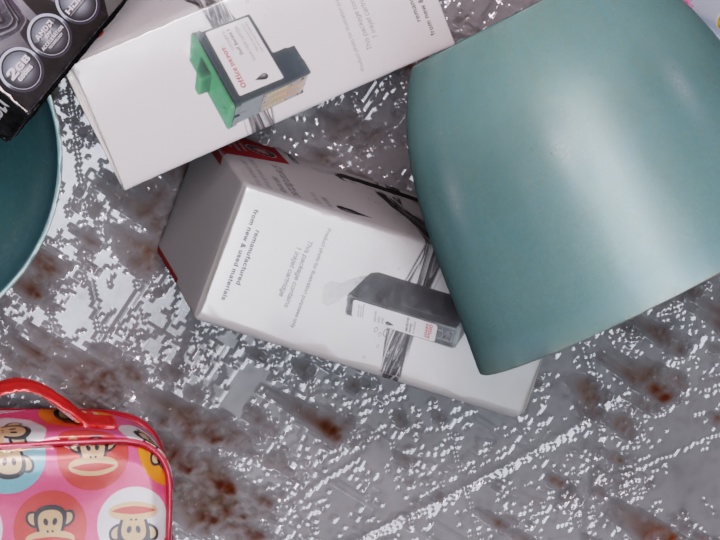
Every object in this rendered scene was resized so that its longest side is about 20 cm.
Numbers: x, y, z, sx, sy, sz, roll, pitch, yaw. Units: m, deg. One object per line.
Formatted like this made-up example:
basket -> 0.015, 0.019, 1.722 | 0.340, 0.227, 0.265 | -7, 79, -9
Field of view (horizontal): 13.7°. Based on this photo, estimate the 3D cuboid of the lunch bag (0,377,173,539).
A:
lunch bag -> -0.207, 0.148, 1.725 | 0.199, 0.082, 0.177 | 1, 105, -12

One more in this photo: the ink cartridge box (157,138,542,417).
ink cartridge box -> 0.000, 0.000, 1.694 | 0.199, 0.144, 0.084 | 18, 101, -17

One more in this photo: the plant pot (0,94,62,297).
plant pot -> -0.267, -0.073, 1.622 | 0.199, 0.135, 0.201 | -3, 106, -11

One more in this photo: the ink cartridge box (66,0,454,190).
ink cartridge box -> -0.068, -0.138, 1.640 | 0.199, 0.146, 0.085 | -24, 114, -4

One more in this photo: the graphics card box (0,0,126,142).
graphics card box -> -0.215, -0.176, 1.524 | 0.200, 0.051, 0.126 | 41, 63, -6

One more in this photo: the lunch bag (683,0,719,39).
lunch bag -> 0.188, -0.197, 1.666 | 0.199, 0.170, 0.128 | 25, 100, -17

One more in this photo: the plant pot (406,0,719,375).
plant pot -> 0.115, -0.062, 1.552 | 0.200, 0.201, 0.161 | -28, 93, -3
